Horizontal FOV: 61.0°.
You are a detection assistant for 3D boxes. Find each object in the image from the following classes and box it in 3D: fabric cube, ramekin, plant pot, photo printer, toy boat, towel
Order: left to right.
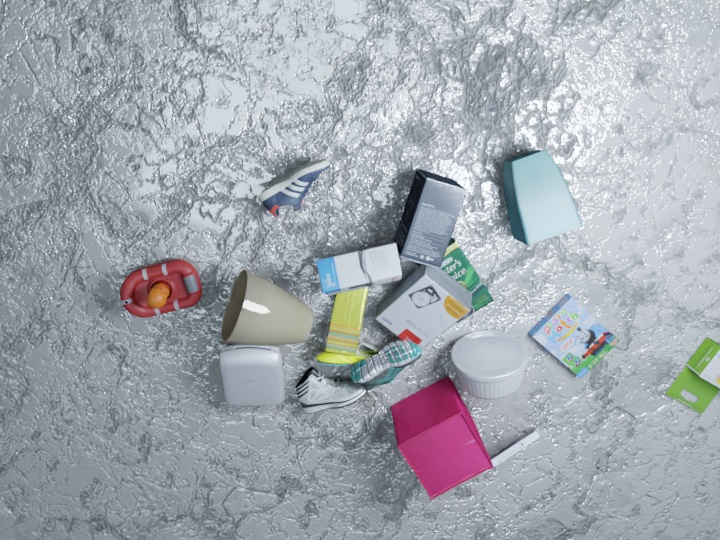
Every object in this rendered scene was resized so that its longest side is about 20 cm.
[{"bbox_3d":[-0.507,0.056,1.538,0.198,0.131,0.131,-14,107,2],"label":"toy boat"},{"bbox_3d":[-0.287,0.272,1.618,0.165,0.070,0.201,1,129,-3],"label":"photo printer"},{"bbox_3d":[-0.229,0.116,1.559,0.199,0.187,0.188,18,106,-22],"label":"plant pot"},{"bbox_3d":[-0.034,0.121,1.612,0.085,0.018,0.202,12,88,-12],"label":"towel"},{"bbox_3d":[0.217,0.451,1.662,0.195,0.200,0.201,-29,107,5],"label":"fabric cube"},{"bbox_3d":[0.341,0.253,1.613,0.201,0.203,0.095,-9,120,0],"label":"ramekin"},{"bbox_3d":[0.433,-0.188,1.505,0.140,0.141,0.201,-18,100,3],"label":"plant pot"}]

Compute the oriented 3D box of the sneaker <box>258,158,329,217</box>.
[{"bbox_3d":[-0.150,-0.200,1.507,0.199,0.075,0.085,-27,106,16],"label":"sneaker"}]

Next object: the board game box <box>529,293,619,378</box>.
[{"bbox_3d":[0.588,0.182,1.679,0.200,0.037,0.151,39,102,-12],"label":"board game box"}]

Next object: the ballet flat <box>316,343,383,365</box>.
[{"bbox_3d":[-0.020,0.225,1.653,0.198,0.067,0.068,9,100,-13],"label":"ballet flat"}]

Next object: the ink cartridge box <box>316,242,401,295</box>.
[{"bbox_3d":[0.000,0.000,1.527,0.198,0.145,0.084,-12,83,1],"label":"ink cartridge box"}]

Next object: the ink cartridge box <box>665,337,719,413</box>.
[{"bbox_3d":[0.989,0.313,1.719,0.147,0.076,0.201,28,103,-11],"label":"ink cartridge box"}]

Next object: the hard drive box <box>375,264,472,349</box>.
[{"bbox_3d":[0.163,0.093,1.576,0.156,0.077,0.200,37,125,-12],"label":"hard drive box"}]

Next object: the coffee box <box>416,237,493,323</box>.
[{"bbox_3d":[0.249,0.028,1.610,0.123,0.044,0.201,-32,106,8],"label":"coffee box"}]

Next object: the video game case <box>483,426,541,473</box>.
[{"bbox_3d":[0.421,0.498,1.700,0.182,0.200,0.024,-37,71,8],"label":"video game case"}]

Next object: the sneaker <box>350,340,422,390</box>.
[{"bbox_3d":[0.075,0.254,1.612,0.199,0.078,0.091,-25,134,11],"label":"sneaker"}]

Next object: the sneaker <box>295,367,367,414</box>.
[{"bbox_3d":[-0.084,0.314,1.668,0.199,0.076,0.116,-17,109,5],"label":"sneaker"}]

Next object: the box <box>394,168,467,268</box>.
[{"bbox_3d":[0.167,-0.131,1.502,0.106,0.149,0.201,15,107,-8],"label":"box"}]
